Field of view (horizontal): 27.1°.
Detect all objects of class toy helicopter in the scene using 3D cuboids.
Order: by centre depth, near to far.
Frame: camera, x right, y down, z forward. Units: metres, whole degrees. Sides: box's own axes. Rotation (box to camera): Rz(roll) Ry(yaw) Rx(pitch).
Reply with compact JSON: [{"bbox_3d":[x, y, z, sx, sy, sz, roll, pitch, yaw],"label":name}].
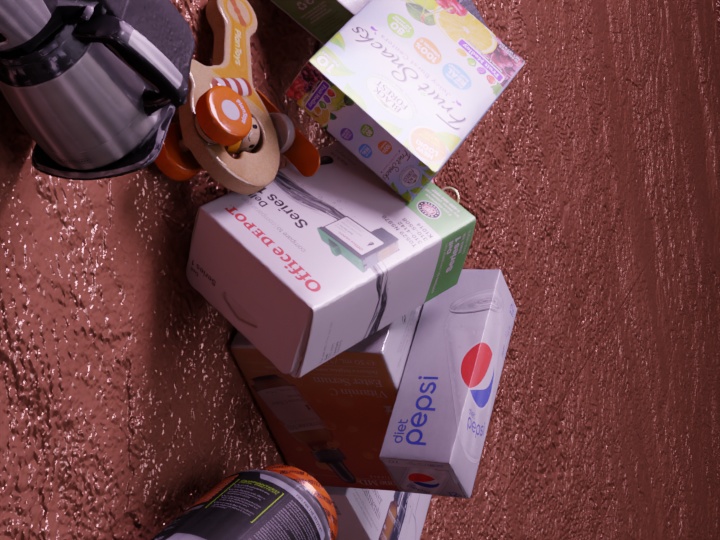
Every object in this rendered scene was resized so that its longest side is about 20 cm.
[{"bbox_3d":[-0.099,-0.150,1.247,0.132,0.079,0.201,24,48,-36],"label":"toy helicopter"}]

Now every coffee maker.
[{"bbox_3d":[-0.207,-0.188,0.989,0.200,0.134,0.193,58,17,-52],"label":"coffee maker"}]

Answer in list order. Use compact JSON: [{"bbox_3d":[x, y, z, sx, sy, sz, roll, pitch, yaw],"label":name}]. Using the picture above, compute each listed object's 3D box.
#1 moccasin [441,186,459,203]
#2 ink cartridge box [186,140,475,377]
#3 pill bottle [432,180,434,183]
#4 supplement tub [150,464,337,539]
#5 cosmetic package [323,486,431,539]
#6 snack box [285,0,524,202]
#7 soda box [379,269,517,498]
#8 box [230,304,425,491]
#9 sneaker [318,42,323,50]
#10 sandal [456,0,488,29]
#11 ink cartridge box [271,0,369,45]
[{"bbox_3d":[0.062,-0.066,1.627,0.202,0.077,0.074,60,38,-49],"label":"moccasin"},{"bbox_3d":[-0.025,-0.019,1.257,0.200,0.146,0.085,-29,149,-38],"label":"ink cartridge box"},{"bbox_3d":[0.025,-0.027,1.501,0.112,0.112,0.201,-37,124,-61],"label":"pill bottle"},{"bbox_3d":[-0.101,0.239,1.210,0.200,0.122,0.123,-34,121,-61],"label":"supplement tub"},{"bbox_3d":[0.015,0.227,1.561,0.200,0.051,0.151,65,32,-44],"label":"cosmetic package"},{"bbox_3d":[0.044,-0.168,1.303,0.142,0.053,0.200,40,46,-1],"label":"snack box"},{"bbox_3d":[0.080,0.096,1.310,0.064,0.068,0.201,61,39,-48],"label":"soda box"},{"bbox_3d":[-0.007,0.102,1.383,0.107,0.152,0.200,-68,148,-41],"label":"box"},{"bbox_3d":[0.002,-0.233,1.493,0.073,0.077,0.201,-2,94,-68],"label":"sneaker"},{"bbox_3d":[0.061,-0.271,1.404,0.076,0.043,0.201,-33,105,-37],"label":"sandal"},{"bbox_3d":[-0.034,-0.282,1.388,0.200,0.059,0.104,37,52,-25],"label":"ink cartridge box"}]
